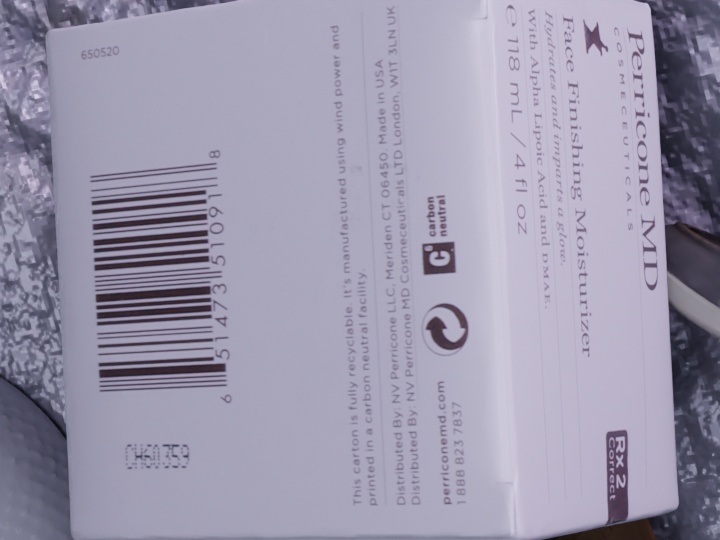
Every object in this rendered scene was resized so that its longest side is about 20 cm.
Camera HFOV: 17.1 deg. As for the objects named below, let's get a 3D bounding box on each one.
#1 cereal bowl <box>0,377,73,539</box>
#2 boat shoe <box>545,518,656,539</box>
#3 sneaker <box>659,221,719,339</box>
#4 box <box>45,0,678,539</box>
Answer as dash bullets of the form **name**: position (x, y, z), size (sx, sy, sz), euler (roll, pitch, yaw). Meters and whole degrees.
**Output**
- **cereal bowl**: position (-0.218, 0.137, 1.087), size (0.200, 0.083, 0.201), euler (6, 108, 19)
- **boat shoe**: position (0.102, 0.151, 0.989), size (0.200, 0.072, 0.065), euler (59, 151, -9)
- **sneaker**: position (0.210, -0.005, 0.903), size (0.200, 0.075, 0.106), euler (21, 101, 11)
- **box**: position (0.000, 0.000, 0.899), size (0.200, 0.131, 0.200), euler (-5, 88, 32)
